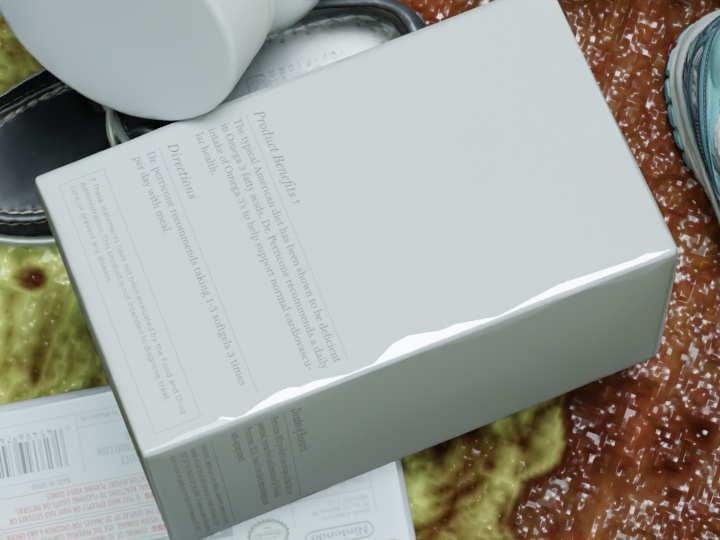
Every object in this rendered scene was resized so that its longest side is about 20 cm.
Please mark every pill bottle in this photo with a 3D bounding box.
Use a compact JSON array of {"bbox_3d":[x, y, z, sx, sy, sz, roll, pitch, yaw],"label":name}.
[{"bbox_3d":[-0.046,-0.156,0.954,0.114,0.114,0.200,28,55,1],"label":"pill bottle"}]

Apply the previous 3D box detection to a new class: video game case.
[{"bbox_3d":[-0.074,0.132,1.013,0.200,0.023,0.183,-11,85,-3],"label":"video game case"}]

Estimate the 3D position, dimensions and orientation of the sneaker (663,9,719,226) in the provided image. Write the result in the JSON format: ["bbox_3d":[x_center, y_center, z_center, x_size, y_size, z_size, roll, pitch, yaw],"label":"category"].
[{"bbox_3d":[0.172,-0.008,0.999,0.078,0.086,0.200,-26,86,-3],"label":"sneaker"}]

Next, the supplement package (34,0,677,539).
[{"bbox_3d":[0.000,0.000,0.962,0.200,0.117,0.117,-21,68,-6],"label":"supplement package"}]

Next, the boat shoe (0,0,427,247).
[{"bbox_3d":[-0.068,-0.060,1.010,0.200,0.060,0.074,-14,85,-3],"label":"boat shoe"}]
